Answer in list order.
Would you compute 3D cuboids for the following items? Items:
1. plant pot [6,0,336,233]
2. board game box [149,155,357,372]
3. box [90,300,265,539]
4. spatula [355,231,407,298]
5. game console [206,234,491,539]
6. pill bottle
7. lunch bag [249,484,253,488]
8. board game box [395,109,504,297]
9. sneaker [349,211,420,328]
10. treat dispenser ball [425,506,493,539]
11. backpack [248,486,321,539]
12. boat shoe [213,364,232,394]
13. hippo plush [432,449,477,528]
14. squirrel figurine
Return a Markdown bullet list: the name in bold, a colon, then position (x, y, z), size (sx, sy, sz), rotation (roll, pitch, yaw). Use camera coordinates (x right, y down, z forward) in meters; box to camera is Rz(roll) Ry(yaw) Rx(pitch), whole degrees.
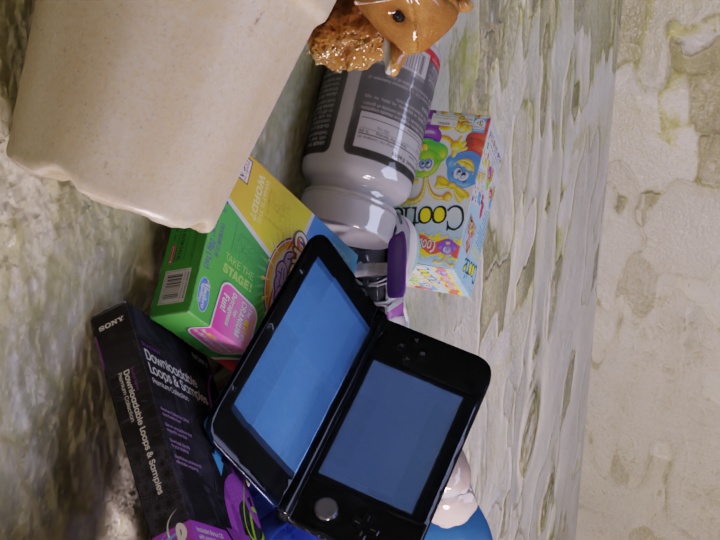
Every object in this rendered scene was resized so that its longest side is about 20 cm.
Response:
- **plant pot**: position (-0.122, -0.131, 0.638), size (0.186, 0.198, 0.200), rotation (-69, 159, 2)
- **board game box**: position (-0.079, 0.010, 0.869), size (0.200, 0.040, 0.155), rotation (42, 50, -48)
- **box**: position (-0.125, 0.134, 0.768), size (0.202, 0.036, 0.143), rotation (66, 6, 26)
- **spatula**: position (0.000, 0.000, 0.977), size (0.020, 0.199, 0.058), rotation (5, 84, -28)
- **game console**: position (0.000, 0.101, 0.838), size (0.119, 0.168, 0.202), rotation (88, 26, -57)
- **pill bottle**: position (0.006, -0.131, 1.041), size (0.114, 0.112, 0.203), rotation (39, 63, -66)
- **lunch bag**: position (-0.059, 0.145, 1.057), size (0.201, 0.093, 0.151), rotation (-55, 151, -26)
- **board game box**: position (0.104, -0.085, 1.331), size (0.105, 0.101, 0.203), rotation (49, 53, -64)
- **sneaker**: position (0.009, 0.017, 1.180), size (0.140, 0.076, 0.203), rotation (44, 49, -63)
- **treat dispenser ball**: position (0.062, 0.341, 1.265), size (0.200, 0.198, 0.204), rotation (10, 90, -69)
- **backpack**: position (-0.095, 0.287, 0.883), size (0.162, 0.165, 0.204), rotation (-10, 110, -74)
- **boat shoe**: position (-0.108, 0.126, 0.904), size (0.200, 0.075, 0.073), rotation (-54, 147, -50)
- **hippo plush**: position (-0.002, 0.166, 0.977), size (0.200, 0.159, 0.161), rotation (-125, -166, -56)
- **squirrel figurine**: position (0.004, -0.247, 0.871), size (0.141, 0.187, 0.200), rotation (-43, 171, -12)
